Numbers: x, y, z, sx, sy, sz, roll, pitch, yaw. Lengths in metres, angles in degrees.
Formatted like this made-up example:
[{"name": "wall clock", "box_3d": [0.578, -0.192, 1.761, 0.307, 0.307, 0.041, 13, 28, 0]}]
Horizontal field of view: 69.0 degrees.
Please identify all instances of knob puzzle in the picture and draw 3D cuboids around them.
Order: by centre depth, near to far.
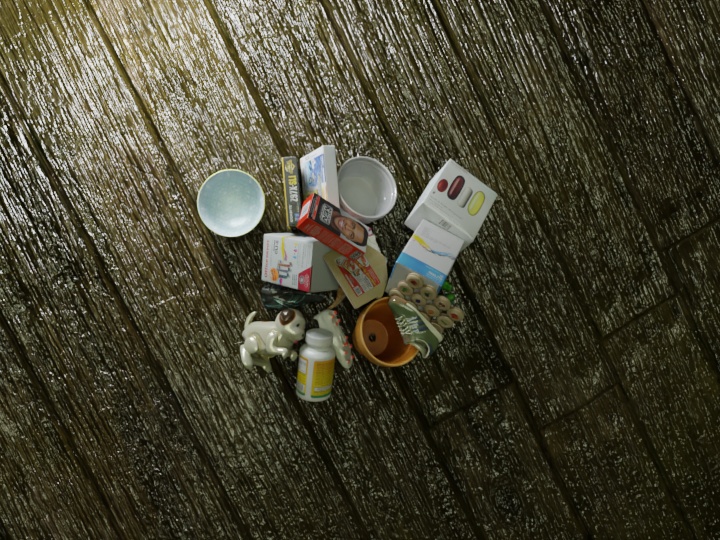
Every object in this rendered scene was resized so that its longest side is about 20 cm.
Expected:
[{"name": "knob puzzle", "box_3d": [0.000, 0.000, 1.530, 0.218, 0.030, 0.222, 17, 57, -27]}]

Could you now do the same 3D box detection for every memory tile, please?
[{"name": "memory tile", "box_3d": [0.183, 0.098, 1.481, 0.199, 0.153, 0.017, 39, 52, -7]}]

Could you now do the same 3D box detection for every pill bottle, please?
[{"name": "pill bottle", "box_3d": [-0.135, 0.286, 1.604, 0.112, 0.113, 0.202, 5, 104, -6]}]

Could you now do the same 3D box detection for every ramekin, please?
[{"name": "ramekin", "box_3d": [0.003, -0.237, 1.614, 0.198, 0.105, 0.202, 6, 73, -21]}]

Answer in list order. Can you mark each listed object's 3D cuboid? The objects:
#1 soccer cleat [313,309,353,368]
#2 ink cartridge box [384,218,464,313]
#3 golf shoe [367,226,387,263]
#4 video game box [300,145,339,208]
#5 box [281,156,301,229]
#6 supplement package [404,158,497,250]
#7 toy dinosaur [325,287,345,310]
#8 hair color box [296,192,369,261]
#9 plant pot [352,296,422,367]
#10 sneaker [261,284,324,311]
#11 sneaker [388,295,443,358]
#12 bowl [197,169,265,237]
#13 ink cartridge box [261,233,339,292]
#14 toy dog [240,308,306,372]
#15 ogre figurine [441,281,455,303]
[{"name": "soccer cleat", "box_3d": [-0.083, 0.218, 1.660, 0.077, 0.069, 0.202, -17, 99, 23]}, {"name": "ink cartridge box", "box_3d": [0.189, -0.014, 1.535, 0.145, 0.147, 0.201, 28, 53, 8]}, {"name": "golf shoe", "box_3d": [0.027, -0.077, 1.621, 0.199, 0.075, 0.092, 30, 99, -41]}, {"name": "video game box", "box_3d": [-0.125, -0.260, 1.589, 0.046, 0.182, 0.202, -5, 90, -26]}, {"name": "box", "box_3d": [-0.205, -0.230, 1.592, 0.049, 0.160, 0.202, -5, 91, -6]}, {"name": "supplement package", "box_3d": [0.278, -0.189, 1.612, 0.191, 0.147, 0.201, 35, 62, -4]}, {"name": "toy dinosaur", "box_3d": [-0.051, 0.063, 1.661, 0.105, 0.061, 0.201, 16, 114, -9]}, {"name": "hair color box", "box_3d": [-0.073, -0.120, 1.470, 0.199, 0.061, 0.102, 30, 48, -25]}, {"name": "plant pot", "box_3d": [0.062, 0.194, 1.594, 0.198, 0.183, 0.202, 5, 76, -20]}, {"name": "sneaker", "box_3d": [-0.211, 0.090, 1.646, 0.198, 0.075, 0.080, 3, 104, 1]}, {"name": "sneaker", "box_3d": [0.144, 0.167, 1.493, 0.200, 0.067, 0.090, 42, 61, -10]}, {"name": "bowl", "box_3d": [-0.386, -0.199, 1.599, 0.198, 0.108, 0.202, 0, 90, -5]}, {"name": "ink cartridge box", "box_3d": [-0.174, -0.028, 1.551, 0.199, 0.144, 0.147, 11, 100, 36]}, {"name": "toy dog", "box_3d": [-0.251, 0.194, 1.596, 0.199, 0.139, 0.195, -30, 56, 15]}, {"name": "ogre figurine", "box_3d": [0.210, 0.041, 1.672, 0.119, 0.098, 0.201, -34, 109, -22]}]
